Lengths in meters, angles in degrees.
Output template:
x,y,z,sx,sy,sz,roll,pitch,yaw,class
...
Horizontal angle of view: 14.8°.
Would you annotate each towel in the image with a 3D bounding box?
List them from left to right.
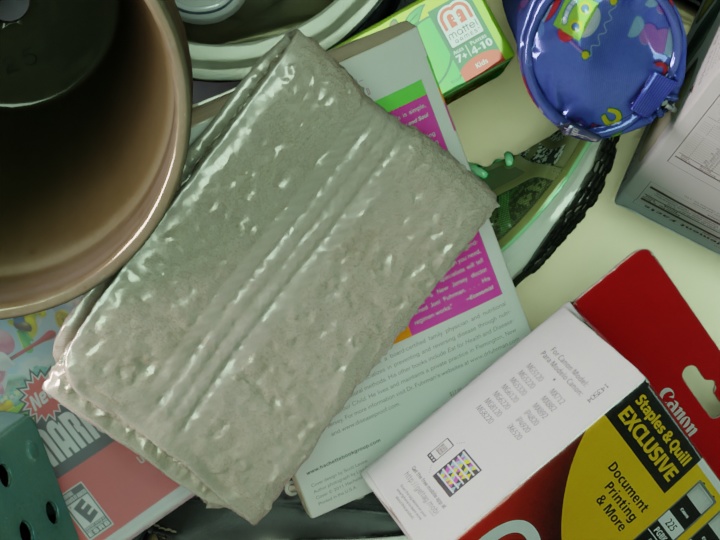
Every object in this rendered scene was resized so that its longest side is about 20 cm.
x,y,z,sx,sy,sz,roll,pitch,yaw,class
-0.042,0.007,1.262,0.132,0.034,0.200,37,92,-22,towel

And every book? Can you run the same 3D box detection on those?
x,y,z,sx,sy,sz,roll,pitch,yaw,class
0.000,0.000,1.308,0.133,0.048,0.201,-22,106,-6,book

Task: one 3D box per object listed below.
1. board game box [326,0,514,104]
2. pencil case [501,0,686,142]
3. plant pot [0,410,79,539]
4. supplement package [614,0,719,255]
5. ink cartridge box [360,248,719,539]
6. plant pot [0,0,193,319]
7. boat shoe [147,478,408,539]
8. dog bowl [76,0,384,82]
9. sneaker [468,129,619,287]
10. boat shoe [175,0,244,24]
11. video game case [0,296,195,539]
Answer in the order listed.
x,y,z,sx,sy,sz,roll,pitch,yaw,class
-0.024,-0.073,1.367,0.199,0.102,0.048,-29,90,0,board game box
0.111,-0.119,1.322,0.087,0.200,0.078,43,102,-11,pencil case
-0.234,0.143,1.260,0.199,0.141,0.142,-15,99,21,plant pot
0.234,-0.090,1.301,0.150,0.200,0.152,26,72,0,supplement package
0.129,0.119,1.326,0.175,0.084,0.200,-40,126,-1,ink cartridge box
-0.171,-0.102,1.256,0.199,0.174,0.201,0,112,-1,plant pot
-0.009,0.109,1.383,0.199,0.074,0.061,-9,94,8,boat shoe
-0.067,-0.192,1.382,0.199,0.074,0.201,0,90,0,dog bowl
0.055,-0.031,1.385,0.089,0.077,0.200,40,87,9,sneaker
-0.087,-0.218,1.313,0.073,0.065,0.201,-9,89,0,boat shoe
-0.144,0.031,1.334,0.200,0.017,0.143,51,46,6,video game case
